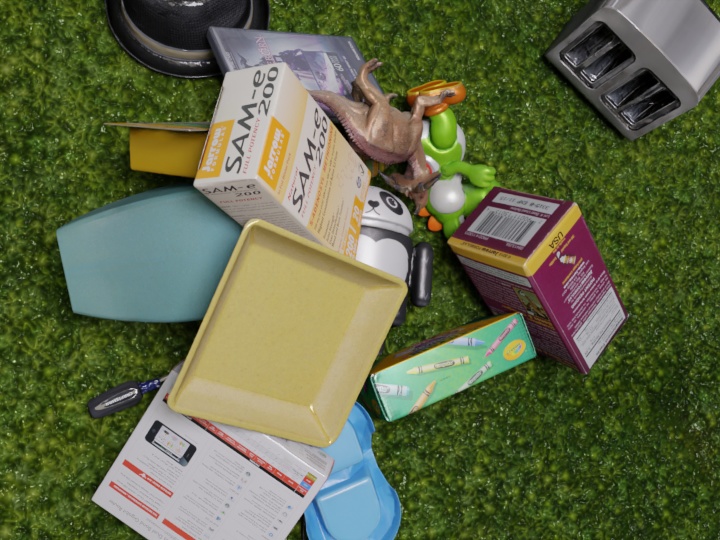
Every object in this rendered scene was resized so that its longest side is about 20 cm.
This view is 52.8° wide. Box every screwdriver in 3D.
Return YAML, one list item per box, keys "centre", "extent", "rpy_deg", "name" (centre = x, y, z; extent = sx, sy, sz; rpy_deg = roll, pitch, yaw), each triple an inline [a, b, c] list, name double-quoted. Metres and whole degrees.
- centre: [-0.216, 0.124, 0.838]
  extent: [0.199, 0.028, 0.029]
  rpy_deg: [-19, 59, -12]
  name: "screwdriver"

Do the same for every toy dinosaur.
- centre: [0.028, -0.146, 0.811]
  extent: [0.199, 0.086, 0.137]
  rpy_deg: [14, 80, -34]
  name: "toy dinosaur"

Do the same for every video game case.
- centre: [-0.069, -0.232, 0.866]
  extent: [0.199, 0.019, 0.144]
  rpy_deg: [-7, 59, -34]
  name: "video game case"

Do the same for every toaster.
- centre: [0.369, -0.288, 0.950]
  extent: [0.181, 0.200, 0.119]
  rpy_deg: [42, 71, -7]
  name: "toaster"

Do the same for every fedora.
- centre: [-0.203, -0.330, 0.863]
  extent: [0.199, 0.092, 0.202]
  rpy_deg: [2, 83, -14]
  name: "fedora"

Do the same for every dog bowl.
- centre: [-0.027, 0.235, 0.837]
  extent: [0.111, 0.050, 0.201]
  rpy_deg: [-20, 97, -11]
  name: "dog bowl"

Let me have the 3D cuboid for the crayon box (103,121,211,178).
- centre: [-0.156, -0.133, 0.784]
  extent: [0.200, 0.125, 0.052]
  rpy_deg: [-17, 114, -56]
  name: "crayon box"

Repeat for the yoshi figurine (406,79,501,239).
- centre: [0.127, -0.138, 0.914]
  extent: [0.112, 0.111, 0.201]
  rpy_deg: [-35, 118, -47]
  name: "yoshi figurine"

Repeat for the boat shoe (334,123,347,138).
- centre: [-0.062, -0.208, 0.908]
  extent: [0.199, 0.063, 0.074]
  rpy_deg: [23, 49, -12]
  name: "boat shoe"

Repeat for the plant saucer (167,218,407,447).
- centre: [-0.075, 0.065, 0.741]
  extent: [0.199, 0.048, 0.201]
  rpy_deg: [22, 95, -32]
  name: "plant saucer"

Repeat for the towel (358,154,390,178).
- centre: [-0.036, -0.116, 0.888]
  extent: [0.199, 0.086, 0.018]
  rpy_deg: [-32, 66, -15]
  name: "towel"

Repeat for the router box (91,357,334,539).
- centre: [-0.159, 0.225, 0.783]
  extent: [0.199, 0.049, 0.180]
  rpy_deg: [35, 101, 0]
  name: "router box"

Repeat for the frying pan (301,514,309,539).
- centre: [-0.069, 0.219, 0.869]
  extent: [0.114, 0.031, 0.191]
  rpy_deg: [27, 75, -8]
  name: "frying pan"

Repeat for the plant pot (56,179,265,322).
- centre: [-0.212, -0.022, 0.790]
  extent: [0.198, 0.141, 0.143]
  rpy_deg: [-8, 103, -7]
  name: "plant pot"

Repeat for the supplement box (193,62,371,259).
- centre: [-0.067, -0.093, 0.728]
  extent: [0.073, 0.200, 0.127]
  rpy_deg: [-1, 66, 27]
  name: "supplement box"

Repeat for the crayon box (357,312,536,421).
- centre: [0.094, 0.114, 0.873]
  extent: [0.199, 0.119, 0.059]
  rpy_deg: [-21, 89, -16]
  name: "crayon box"

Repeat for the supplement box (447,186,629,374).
- centre: [0.216, 0.011, 0.870]
  extent: [0.103, 0.131, 0.200]
  rpy_deg: [-47, 126, -15]
  name: "supplement box"

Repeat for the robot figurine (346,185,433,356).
- centre: [-0.001, 0.000, 0.858]
  extent: [0.150, 0.124, 0.202]
  rpy_deg: [17, 77, -52]
  name: "robot figurine"
